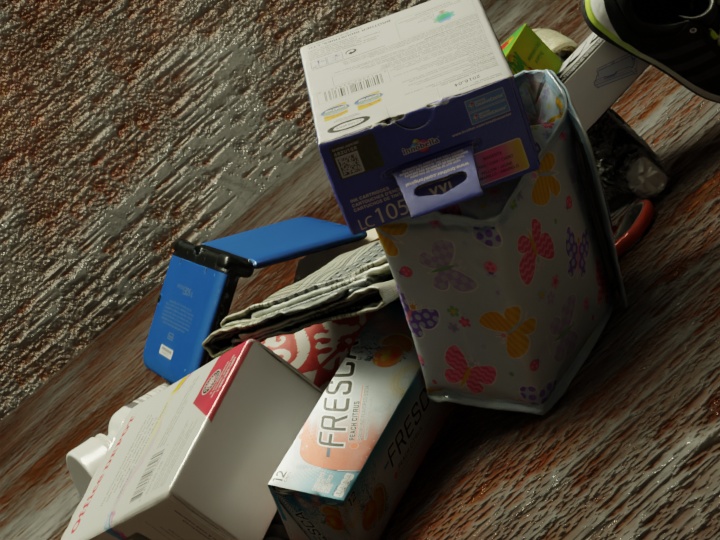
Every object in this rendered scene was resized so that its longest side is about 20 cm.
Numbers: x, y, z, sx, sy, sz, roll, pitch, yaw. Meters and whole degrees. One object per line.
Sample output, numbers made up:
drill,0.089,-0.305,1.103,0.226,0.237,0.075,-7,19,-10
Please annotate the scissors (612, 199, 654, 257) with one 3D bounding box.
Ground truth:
scissors,0.180,0.003,1.620,0.073,0.014,0.200,-33,11,33

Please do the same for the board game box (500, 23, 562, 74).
board game box,0.093,-0.118,1.646,0.102,0.048,0.200,-41,7,25

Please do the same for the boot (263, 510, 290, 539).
boot,-0.080,0.203,1.579,0.132,0.070,0.200,-53,9,-28

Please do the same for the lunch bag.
lunch bag,0.114,-0.026,1.477,0.127,0.170,0.200,3,35,31

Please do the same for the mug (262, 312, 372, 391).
mug,-0.020,0.077,1.728,0.200,0.134,0.177,-40,11,-21

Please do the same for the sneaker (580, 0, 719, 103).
sneaker,0.266,-0.185,1.648,0.083,0.199,0.072,153,132,-71

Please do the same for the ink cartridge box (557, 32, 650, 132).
ink cartridge box,0.165,-0.132,1.702,0.200,0.044,0.094,-46,7,-19

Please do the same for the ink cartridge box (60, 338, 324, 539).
ink cartridge box,-0.127,0.154,1.571,0.200,0.086,0.148,-33,26,54

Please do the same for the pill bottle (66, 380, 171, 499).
pill bottle,-0.147,0.149,1.824,0.200,0.113,0.113,-32,6,-20

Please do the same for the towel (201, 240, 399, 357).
towel,0.000,0.000,1.580,0.192,0.035,0.200,-17,10,40

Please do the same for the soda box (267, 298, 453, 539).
soda box,0.011,0.108,1.498,0.063,0.069,0.200,8,46,28

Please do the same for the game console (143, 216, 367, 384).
game console,-0.095,0.026,1.810,0.200,0.118,0.171,-164,91,-73

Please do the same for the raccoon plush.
raccoon plush,0.176,-0.075,1.786,0.134,0.097,0.200,-46,8,11

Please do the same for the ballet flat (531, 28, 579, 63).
ballet flat,0.129,-0.112,1.775,0.062,0.067,0.201,18,87,47

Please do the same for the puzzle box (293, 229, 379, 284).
puzzle box,0.048,-0.001,1.812,0.200,0.133,0.026,-29,43,53

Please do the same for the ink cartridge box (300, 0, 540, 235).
ink cartridge box,0.038,-0.103,1.403,0.136,0.077,0.200,-19,27,4
